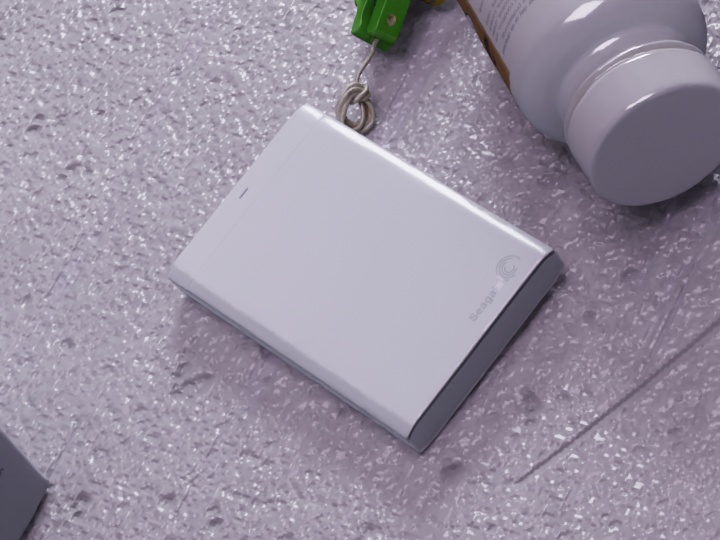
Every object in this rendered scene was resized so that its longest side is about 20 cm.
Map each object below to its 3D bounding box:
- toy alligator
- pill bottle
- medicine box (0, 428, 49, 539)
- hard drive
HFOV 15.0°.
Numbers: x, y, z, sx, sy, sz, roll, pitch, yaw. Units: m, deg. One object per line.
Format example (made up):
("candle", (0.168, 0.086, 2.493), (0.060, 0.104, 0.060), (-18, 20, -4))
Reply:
("toy alligator", (0.019, -0.175, 1.632), (0.054, 0.059, 0.201), (9, 77, 67))
("pill bottle", (0.127, -0.135, 1.516), (0.114, 0.114, 0.200), (-29, 52, 3))
("medicine box", (-0.306, 0.092, 1.516), (0.199, 0.182, 0.103), (14, 65, 30))
("hard drive", (0.000, 0.000, 1.537), (0.200, 0.026, 0.132), (32, 79, 36))
